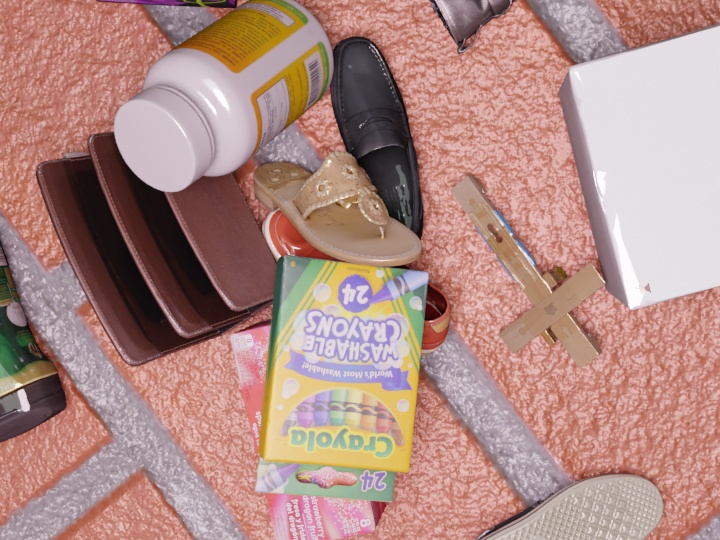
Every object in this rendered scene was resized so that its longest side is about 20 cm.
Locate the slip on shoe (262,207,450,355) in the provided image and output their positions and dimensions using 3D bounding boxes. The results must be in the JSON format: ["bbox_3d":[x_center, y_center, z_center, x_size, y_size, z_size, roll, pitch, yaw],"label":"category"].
[{"bbox_3d":[0.000,0.000,0.997,0.199,0.061,0.074,35,55,5],"label":"slip on shoe"}]

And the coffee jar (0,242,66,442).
[{"bbox_3d":[-0.364,0.064,1.049,0.104,0.085,0.201,-24,88,5],"label":"coffee jar"}]

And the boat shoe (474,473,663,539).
[{"bbox_3d":[0.180,0.239,0.999,0.199,0.062,0.075,-23,85,-7],"label":"boat shoe"}]

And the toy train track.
[{"bbox_3d":[0.154,-0.002,1.003,0.115,0.032,0.201,-41,80,31],"label":"toy train track"}]

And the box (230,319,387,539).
[{"bbox_3d":[-0.044,0.140,1.003,0.095,0.100,0.202,-13,90,8],"label":"box"}]

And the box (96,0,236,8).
[{"bbox_3d":[-0.198,-0.263,0.954,0.141,0.200,0.036,5,94,7],"label":"box"}]

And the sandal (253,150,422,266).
[{"bbox_3d":[-0.030,-0.073,0.950,0.077,0.211,0.070,-23,125,-31],"label":"sandal"}]

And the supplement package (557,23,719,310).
[{"bbox_3d":[0.258,-0.084,0.902,0.146,0.200,0.193,-15,91,8],"label":"supplement package"}]

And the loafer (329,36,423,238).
[{"bbox_3d":[0.019,-0.116,0.993,0.067,0.070,0.202,-14,91,-7],"label":"loafer"}]

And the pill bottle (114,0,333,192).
[{"bbox_3d":[-0.117,-0.151,0.939,0.110,0.200,0.112,19,131,23],"label":"pill bottle"}]

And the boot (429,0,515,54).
[{"bbox_3d":[0.113,-0.317,0.976,0.173,0.069,0.201,-24,91,7],"label":"boot"}]

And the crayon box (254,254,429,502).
[{"bbox_3d":[-0.016,0.094,0.923,0.124,0.052,0.202,6,87,-11],"label":"crayon box"}]

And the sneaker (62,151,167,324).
[{"bbox_3d":[-0.241,-0.019,1.038,0.077,0.078,0.201,-31,79,32],"label":"sneaker"}]

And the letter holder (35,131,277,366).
[{"bbox_3d":[-0.179,-0.035,0.970,0.100,0.142,0.201,-31,83,37],"label":"letter holder"}]
